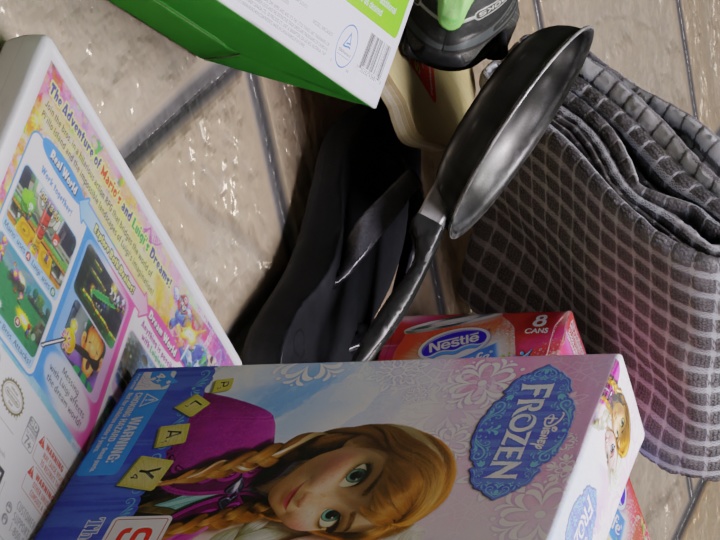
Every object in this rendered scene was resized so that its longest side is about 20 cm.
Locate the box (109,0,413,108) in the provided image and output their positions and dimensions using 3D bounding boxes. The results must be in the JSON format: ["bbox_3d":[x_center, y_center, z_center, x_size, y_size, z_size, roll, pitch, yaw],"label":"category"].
[{"bbox_3d":[-0.038,-0.179,0.973,0.200,0.096,0.178,25,82,-64],"label":"box"}]

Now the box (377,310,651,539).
[{"bbox_3d":[0.077,0.122,1.273,0.096,0.099,0.201,-69,147,-42],"label":"box"}]

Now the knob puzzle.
[{"bbox_3d":[0.008,-0.140,1.190,0.220,0.030,0.221,-16,90,-74],"label":"knob puzzle"}]

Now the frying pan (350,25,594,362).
[{"bbox_3d":[0.047,-0.035,1.150,0.191,0.031,0.115,-55,170,3],"label":"frying pan"}]

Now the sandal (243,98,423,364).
[{"bbox_3d":[0.000,0.001,1.154,0.201,0.043,0.076,-70,148,-42],"label":"sandal"}]

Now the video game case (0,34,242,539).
[{"bbox_3d":[-0.110,0.047,0.940,0.201,0.024,0.183,62,34,-44],"label":"video game case"}]

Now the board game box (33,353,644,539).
[{"bbox_3d":[-0.023,0.106,0.856,0.200,0.198,0.041,-63,142,-48],"label":"board game box"}]

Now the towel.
[{"bbox_3d":[0.131,-0.009,1.269,0.085,0.200,0.166,-30,140,-23],"label":"towel"}]

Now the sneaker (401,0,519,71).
[{"bbox_3d":[0.041,-0.137,1.151,0.200,0.076,0.084,-58,162,-74],"label":"sneaker"}]
